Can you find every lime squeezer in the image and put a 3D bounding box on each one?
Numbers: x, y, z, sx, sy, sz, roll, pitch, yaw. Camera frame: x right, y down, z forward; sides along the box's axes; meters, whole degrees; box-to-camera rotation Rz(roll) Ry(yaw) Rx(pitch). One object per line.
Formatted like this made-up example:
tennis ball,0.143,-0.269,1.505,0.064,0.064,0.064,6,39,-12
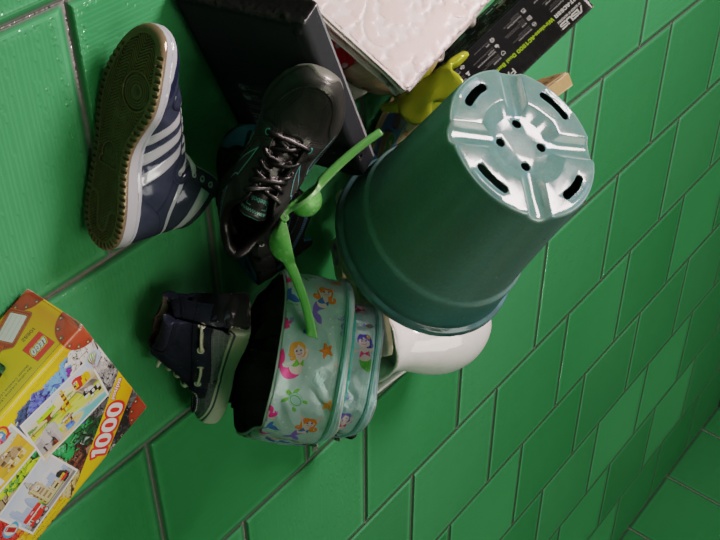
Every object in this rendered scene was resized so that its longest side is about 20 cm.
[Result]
lime squeezer,-0.043,-0.042,1.001,0.038,0.070,0.202,-27,135,-80

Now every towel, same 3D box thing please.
towel,0.026,-0.287,1.038,0.200,0.191,0.032,-48,180,-25

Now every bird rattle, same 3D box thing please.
bird rattle,0.011,-0.224,1.087,0.113,0.198,0.165,135,-30,-78

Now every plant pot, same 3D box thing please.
plant pot,0.103,-0.069,1.017,0.200,0.201,0.196,-40,176,-35

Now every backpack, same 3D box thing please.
backpack,-0.056,0.092,1.122,0.200,0.149,0.180,128,-29,-74

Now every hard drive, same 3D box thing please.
hard drive,-0.074,-0.172,0.991,0.033,0.138,0.201,-59,151,-22

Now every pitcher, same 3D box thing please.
pitcher,0.073,0.102,1.488,0.199,0.122,0.172,-14,145,-41

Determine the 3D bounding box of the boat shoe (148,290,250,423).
boat shoe,-0.174,0.087,1.123,0.092,0.075,0.201,7,138,-15

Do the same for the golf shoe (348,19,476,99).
golf shoe,0.039,-0.244,1.173,0.200,0.088,0.078,-47,145,-26

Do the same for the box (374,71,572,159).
box,0.125,-0.166,1.247,0.200,0.162,0.021,-38,110,-40

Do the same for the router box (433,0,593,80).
router box,0.149,-0.245,1.197,0.200,0.062,0.150,-42,-167,12

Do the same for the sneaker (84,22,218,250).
sneaker,-0.170,-0.117,0.952,0.108,0.070,0.202,-13,129,-49

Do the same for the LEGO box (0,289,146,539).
LEGO box,-0.299,0.144,0.944,0.201,0.077,0.150,-52,149,-20

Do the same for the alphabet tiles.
alphabet tiles,0.000,0.000,1.209,0.014,0.200,0.198,-7,84,-15

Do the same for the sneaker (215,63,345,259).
sneaker,-0.070,-0.090,0.954,0.201,0.075,0.080,-56,-161,40

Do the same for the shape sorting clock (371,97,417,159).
shape sorting clock,0.066,-0.141,1.344,0.200,0.039,0.202,-38,142,-38

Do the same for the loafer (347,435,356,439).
loafer,-0.052,0.157,1.369,0.072,0.072,0.200,-69,157,-9

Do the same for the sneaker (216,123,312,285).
sneaker,-0.092,-0.077,1.100,0.081,0.073,0.201,-29,148,-23
